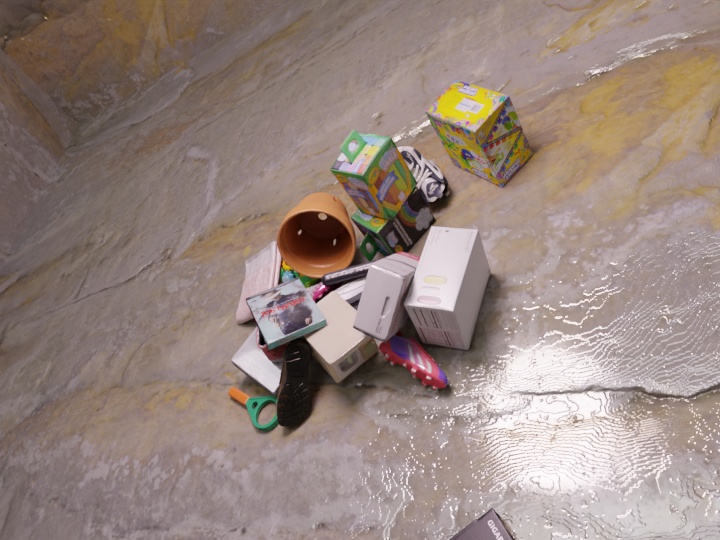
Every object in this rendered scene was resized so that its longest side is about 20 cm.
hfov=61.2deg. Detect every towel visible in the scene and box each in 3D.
[{"bbox_3d":[-0.280,0.035,1.671,0.199,0.032,0.195,-24,55,52],"label":"towel"}]

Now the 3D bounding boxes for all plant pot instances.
[{"bbox_3d":[-0.105,-0.104,1.544,0.197,0.202,0.141,-22,33,20],"label":"plant pot"}]

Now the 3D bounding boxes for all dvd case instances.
[{"bbox_3d":[-0.177,0.095,1.417,0.143,0.022,0.200,-22,34,-13],"label":"dvd case"}]

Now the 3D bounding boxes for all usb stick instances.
[{"bbox_3d":[0.000,0.000,1.502,0.196,0.033,0.055,-16,3,7],"label":"usb stick"}]

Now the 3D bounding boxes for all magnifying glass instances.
[{"bbox_3d":[-0.261,0.331,1.493,0.198,0.022,0.080,17,67,42],"label":"magnifying glass"}]

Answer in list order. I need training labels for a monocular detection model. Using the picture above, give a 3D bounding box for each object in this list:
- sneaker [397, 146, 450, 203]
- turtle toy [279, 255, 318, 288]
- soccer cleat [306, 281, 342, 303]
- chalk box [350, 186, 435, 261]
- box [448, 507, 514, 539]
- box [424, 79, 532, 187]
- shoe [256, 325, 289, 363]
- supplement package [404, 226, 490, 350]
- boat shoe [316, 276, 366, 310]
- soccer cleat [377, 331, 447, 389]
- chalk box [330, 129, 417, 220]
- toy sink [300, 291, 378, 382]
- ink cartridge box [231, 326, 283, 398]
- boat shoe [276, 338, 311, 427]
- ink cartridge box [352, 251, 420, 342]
[{"bbox_3d":[0.157,-0.236,1.546,0.080,0.197,0.130,-49,50,18],"label":"sneaker"},{"bbox_3d":[-0.175,-0.017,1.661,0.145,0.101,0.201,-39,41,1],"label":"turtle toy"},{"bbox_3d":[-0.136,0.069,1.572,0.200,0.070,0.086,-43,62,-1],"label":"soccer cleat"},{"bbox_3d":[0.069,-0.117,1.546,0.200,0.125,0.123,-46,42,-8],"label":"chalk box"},{"bbox_3d":[0.190,0.524,0.966,0.197,0.050,0.201,-38,42,4],"label":"box"},{"bbox_3d":[0.294,-0.343,1.518,0.122,0.193,0.200,-44,42,-6],"label":"box"},{"bbox_3d":[-0.188,0.116,1.474,0.070,0.091,0.203,10,64,23],"label":"shoe"},{"bbox_3d":[0.190,0.036,1.290,0.109,0.157,0.203,6,58,28],"label":"supplement package"},{"bbox_3d":[-0.032,0.069,1.513,0.196,0.074,0.066,-19,37,7],"label":"boat shoe"},{"bbox_3d":[0.118,0.185,1.300,0.077,0.067,0.198,-48,39,-16],"label":"soccer cleat"},{"bbox_3d":[0.024,-0.239,1.440,0.123,0.201,0.125,20,67,44],"label":"chalk box"},{"bbox_3d":[-0.045,0.162,1.390,0.130,0.113,0.199,-37,37,-14],"label":"toy sink"},{"bbox_3d":[-0.203,0.192,1.518,0.161,0.057,0.201,28,68,30],"label":"ink cartridge box"},{"bbox_3d":[-0.152,0.254,1.400,0.074,0.074,0.205,-154,74,-76],"label":"boat shoe"},{"bbox_3d":[0.070,0.051,1.307,0.083,0.200,0.149,20,106,16],"label":"ink cartridge box"}]
